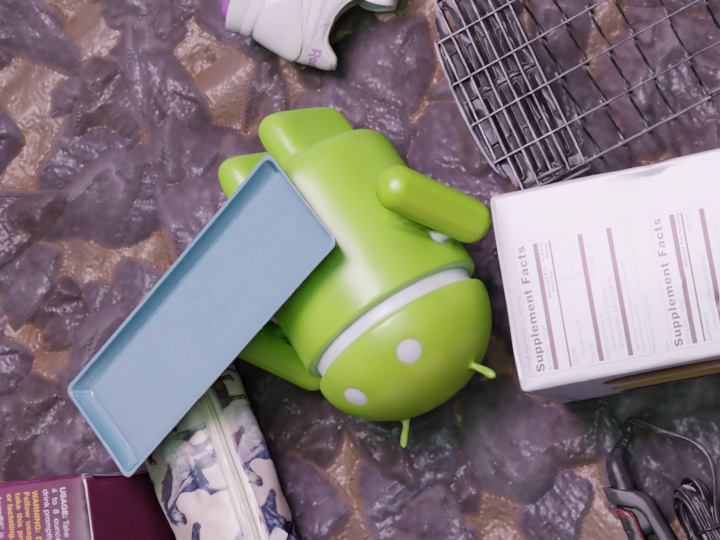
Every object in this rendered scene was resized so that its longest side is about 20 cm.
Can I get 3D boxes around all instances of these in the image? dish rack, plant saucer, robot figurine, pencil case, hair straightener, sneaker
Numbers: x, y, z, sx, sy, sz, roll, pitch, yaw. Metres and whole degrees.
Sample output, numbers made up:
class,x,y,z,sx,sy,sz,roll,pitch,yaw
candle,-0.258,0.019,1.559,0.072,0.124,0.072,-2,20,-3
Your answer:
class,x,y,z,sx,sy,sz,roll,pitch,yaw
dish rack,0.148,-0.140,1.166,0.199,0.055,0.154,-27,76,13
plant saucer,-0.090,0.028,1.130,0.200,0.019,0.070,-48,67,23
robot figurine,0.000,0.000,1.157,0.175,0.115,0.201,-42,72,31
pencil case,-0.088,0.117,1.184,0.089,0.077,0.202,-40,68,54
hair straightener,0.199,0.173,1.126,0.076,0.041,0.202,-24,73,12
sneaker,-0.003,-0.217,1.218,0.099,0.075,0.201,30,93,-2

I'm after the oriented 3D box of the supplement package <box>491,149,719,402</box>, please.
class,x,y,z,sx,sy,sz,roll,pitch,yaw
supplement package,0.186,0.000,1.098,0.198,0.114,0.111,-12,80,15

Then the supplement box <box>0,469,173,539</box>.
class,x,y,z,sx,sy,sz,roll,pitch,yaw
supplement box,-0.226,0.182,1.194,0.198,0.131,0.104,-9,83,15
